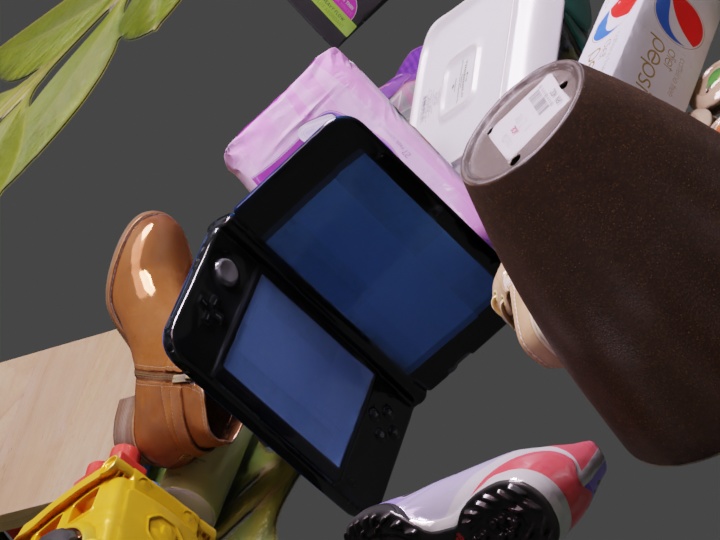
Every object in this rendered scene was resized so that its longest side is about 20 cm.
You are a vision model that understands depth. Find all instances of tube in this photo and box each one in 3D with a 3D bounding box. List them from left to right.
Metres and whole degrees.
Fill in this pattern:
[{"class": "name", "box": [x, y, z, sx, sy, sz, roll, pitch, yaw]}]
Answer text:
[{"class": "tube", "box": [-0.107, 0.116, 1.785, 0.200, 0.058, 0.052, -67, -11, -47]}]

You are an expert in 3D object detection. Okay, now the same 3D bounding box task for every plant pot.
[{"class": "plant pot", "box": [0.157, -0.022, 1.339, 0.187, 0.200, 0.187, -38, 24, 20]}]

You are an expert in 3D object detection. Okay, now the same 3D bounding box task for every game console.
[{"class": "game console", "box": [-0.006, 0.033, 1.539, 0.118, 0.200, 0.171, -27, 31, 41]}]

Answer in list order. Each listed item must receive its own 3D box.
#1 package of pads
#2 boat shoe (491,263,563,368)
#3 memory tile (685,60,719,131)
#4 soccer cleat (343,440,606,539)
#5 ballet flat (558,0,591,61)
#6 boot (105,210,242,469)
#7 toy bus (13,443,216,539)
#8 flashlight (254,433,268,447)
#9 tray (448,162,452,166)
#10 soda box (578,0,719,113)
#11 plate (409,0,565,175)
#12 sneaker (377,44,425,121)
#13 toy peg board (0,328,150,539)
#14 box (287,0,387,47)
[{"class": "package of pads", "box": [0.008, -0.049, 1.673, 0.120, 0.200, 0.076, -44, -17, 2]}, {"class": "boat shoe", "box": [0.121, 0.014, 1.520, 0.069, 0.074, 0.200, -39, 15, 25]}, {"class": "memory tile", "box": [0.282, -0.129, 1.526, 0.154, 0.017, 0.200, -57, 24, -19]}, {"class": "soccer cleat", "box": [0.068, 0.150, 1.413, 0.073, 0.068, 0.200, -35, 6, -41]}, {"class": "ballet flat", "box": [0.142, -0.182, 1.787, 0.072, 0.072, 0.201, -39, 25, 20]}, {"class": "boot", "box": [-0.124, 0.045, 1.703, 0.155, 0.073, 0.201, -17, 71, 59]}, {"class": "toy bus", "box": [-0.200, 0.221, 1.649, 0.200, 0.136, 0.192, -37, 29, 27]}, {"class": "flashlight", "box": [-0.078, 0.063, 1.738, 0.068, 0.068, 0.200, -53, 36, 11]}, {"class": "tray", "box": [0.000, 0.000, 1.746, 0.201, 0.022, 0.107, -64, 22, 1]}, {"class": "soda box", "box": [0.192, -0.139, 1.615, 0.068, 0.064, 0.200, -37, 20, 45]}, {"class": "plate", "box": [0.086, -0.138, 1.752, 0.200, 0.032, 0.201, -32, 45, 57]}, {"class": "sneaker", "box": [0.015, -0.120, 1.895, 0.080, 0.088, 0.201, -21, 34, 50]}, {"class": "toy peg board", "box": [-0.239, 0.159, 1.921, 0.198, 0.098, 0.200, -16, 36, 26]}, {"class": "box", "box": [-0.042, -0.331, 2.255, 0.124, 0.149, 0.200, -43, 23, 8]}]
